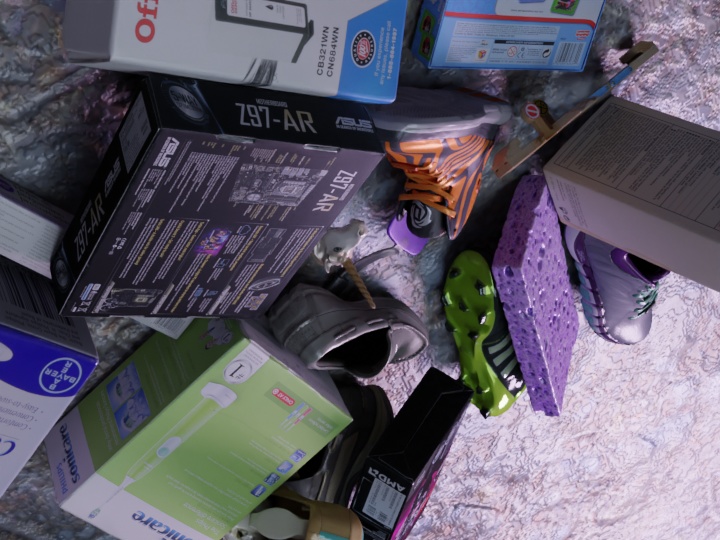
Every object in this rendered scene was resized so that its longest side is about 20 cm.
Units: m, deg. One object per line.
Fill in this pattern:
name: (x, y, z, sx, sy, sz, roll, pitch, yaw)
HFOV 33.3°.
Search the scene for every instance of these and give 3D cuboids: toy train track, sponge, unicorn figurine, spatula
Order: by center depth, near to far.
unicorn figurine: (-0.042, -0.082, 0.899, 0.199, 0.074, 0.138, 26, 109, -24)
toy train track: (0.170, -0.140, 0.969, 0.200, 0.033, 0.115, -37, 178, -30)
spatula: (0.000, 0.000, 1.008, 0.200, 0.021, 0.056, -42, 141, 9)
sponge: (0.161, 0.026, 1.075, 0.030, 0.112, 0.201, 2, 137, 24)

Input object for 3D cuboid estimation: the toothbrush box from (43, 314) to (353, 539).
toothbrush box: (-0.131, 0.128, 0.971, 0.200, 0.086, 0.145, -43, 131, 7)

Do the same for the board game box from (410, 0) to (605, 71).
board game box: (0.130, -0.248, 0.893, 0.150, 0.037, 0.201, -4, 126, -29)

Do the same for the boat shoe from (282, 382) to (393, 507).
boat shoe: (-0.045, 0.185, 1.096, 0.073, 0.074, 0.201, 20, 102, -29)

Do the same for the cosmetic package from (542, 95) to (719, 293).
cosmetic package: (0.260, -0.062, 0.986, 0.104, 0.199, 0.073, -44, 136, -16)

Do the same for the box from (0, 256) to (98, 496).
box: (-0.315, 0.081, 0.822, 0.183, 0.105, 0.201, 27, 107, -41)

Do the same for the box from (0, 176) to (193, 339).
box: (-0.199, -0.009, 0.870, 0.199, 0.039, 0.042, 31, 103, -42)

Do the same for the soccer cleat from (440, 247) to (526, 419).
soccer cleat: (0.122, 0.049, 1.100, 0.081, 0.067, 0.201, -36, 138, -27)

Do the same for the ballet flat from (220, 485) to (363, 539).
ballet flat: (-0.079, 0.211, 1.024, 0.063, 0.199, 0.069, 22, 70, -38)

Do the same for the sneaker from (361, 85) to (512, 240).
sneaker: (0.053, -0.074, 0.895, 0.199, 0.077, 0.113, -14, 123, -59)

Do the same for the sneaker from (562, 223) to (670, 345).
sneaker: (0.253, 0.015, 1.118, 0.075, 0.087, 0.200, -51, 136, -17)

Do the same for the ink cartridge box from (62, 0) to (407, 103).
ink cartridge box: (-0.072, -0.188, 0.751, 0.198, 0.084, 0.148, 2, 98, -33)

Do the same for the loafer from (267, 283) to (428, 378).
loafer: (0.000, 0.060, 0.999, 0.070, 0.070, 0.199, -46, 151, 21)

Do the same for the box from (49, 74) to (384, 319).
box: (-0.100, -0.039, 0.800, 0.159, 0.044, 0.200, 2, 145, -33)

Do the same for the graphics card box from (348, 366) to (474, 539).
graphics card box: (0.034, 0.195, 1.089, 0.126, 0.051, 0.201, -48, 161, -43)
